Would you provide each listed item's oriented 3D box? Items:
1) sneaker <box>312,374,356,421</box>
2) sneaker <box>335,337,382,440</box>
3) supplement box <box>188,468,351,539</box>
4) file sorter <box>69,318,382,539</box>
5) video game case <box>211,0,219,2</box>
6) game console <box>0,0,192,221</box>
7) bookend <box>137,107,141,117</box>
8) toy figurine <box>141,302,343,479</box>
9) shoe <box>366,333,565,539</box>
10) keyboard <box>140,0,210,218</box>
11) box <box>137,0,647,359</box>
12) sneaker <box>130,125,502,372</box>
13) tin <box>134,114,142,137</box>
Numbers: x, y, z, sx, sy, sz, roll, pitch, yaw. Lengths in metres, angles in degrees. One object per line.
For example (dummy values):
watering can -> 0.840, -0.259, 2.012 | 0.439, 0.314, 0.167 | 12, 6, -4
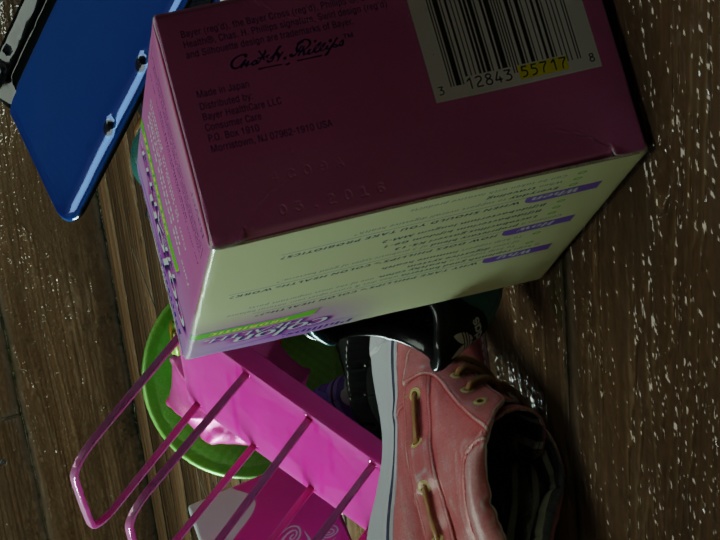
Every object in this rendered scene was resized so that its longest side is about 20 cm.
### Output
sneaker -> -0.013, 0.106, 1.406 | 0.200, 0.083, 0.081 | 100, 155, -66
sneaker -> 0.000, 0.000, 1.256 | 0.091, 0.075, 0.202 | -124, 25, -71
supplement box -> -0.039, 0.245, 1.548 | 0.104, 0.101, 0.201 | -117, 5, -51
file sorter -> -0.058, 0.146, 1.275 | 0.199, 0.126, 0.139 | 34, 161, 14
video game case -> -0.090, -0.187, 1.326 | 0.200, 0.018, 0.144 | -106, 24, -64
game console -> -0.123, -0.154, 1.232 | 0.118, 0.171, 0.201 | 39, 123, 11
bookend -> -0.133, -0.208, 1.645 | 0.200, 0.091, 0.200 | -130, 31, -70
toy figurine -> -0.083, 0.046, 1.467 | 0.184, 0.149, 0.202 | 141, 119, -87
shoe -> 0.057, 0.072, 1.077 | 0.091, 0.071, 0.201 | -28, 45, 41
keyboard -> -0.118, -0.122, 1.287 | 0.104, 0.039, 0.201 | -98, 17, -50
box -> 0.003, -0.047, 0.905 | 0.200, 0.175, 0.097 | 115, 141, -74
sneaker -> -0.028, -0.016, 1.035 | 0.072, 0.199, 0.080 | 95, -162, -54
tin -> -0.069, -0.050, 1.386 | 0.199, 0.042, 0.113 | 26, 137, 36
